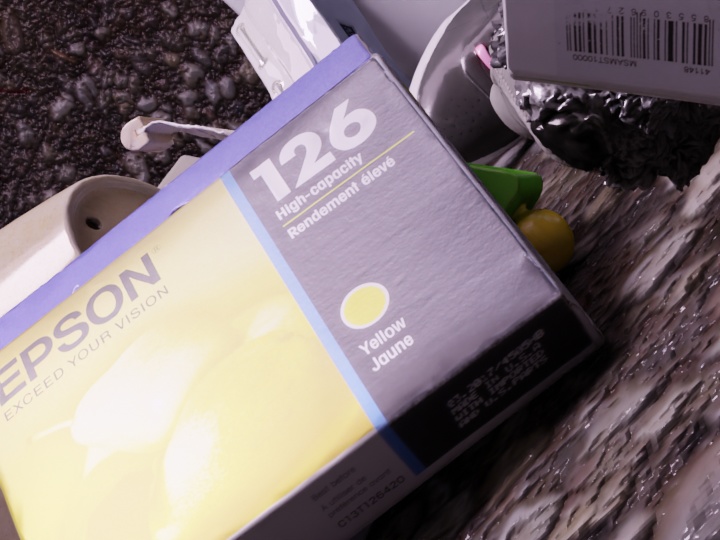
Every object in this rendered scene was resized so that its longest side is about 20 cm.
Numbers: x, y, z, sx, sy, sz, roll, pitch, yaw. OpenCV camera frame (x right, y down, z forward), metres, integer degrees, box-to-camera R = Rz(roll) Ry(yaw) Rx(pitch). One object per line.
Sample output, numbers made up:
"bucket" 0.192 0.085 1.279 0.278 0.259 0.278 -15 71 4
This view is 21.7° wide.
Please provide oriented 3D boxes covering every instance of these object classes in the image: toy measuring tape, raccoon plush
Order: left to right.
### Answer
"toy measuring tape" -0.010 -0.016 0.744 0.199 0.074 0.074 10 44 25
"raccoon plush" 0.097 -0.115 0.560 0.096 0.201 0.134 -22 -9 -34

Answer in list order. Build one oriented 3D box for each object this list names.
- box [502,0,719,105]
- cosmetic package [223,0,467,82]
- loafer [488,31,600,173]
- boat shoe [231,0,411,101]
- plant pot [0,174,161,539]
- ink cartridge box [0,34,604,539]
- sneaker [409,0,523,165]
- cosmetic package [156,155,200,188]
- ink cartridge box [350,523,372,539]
"box" 0.132 -0.103 0.470 0.200 0.143 0.037 -59 -29 -45
"cosmetic package" 0.037 -0.186 1.148 0.166 0.167 0.200 -46 8 14
"loafer" 0.090 -0.083 0.809 0.200 0.070 0.070 -82 10 -64
"boat shoe" -0.020 -0.076 0.999 0.074 0.202 0.086 12 -52 -49
"plant pot" -0.138 0.060 0.833 0.200 0.187 0.188 -50 7 28
"ink cartridge box" -0.045 0.016 0.661 0.197 0.047 0.200 -38 47 3
"sneaker" 0.099 -0.132 0.928 0.200 0.071 0.099 -47 3 -15
"cosmetic package" -0.094 0.031 1.023 0.200 0.087 0.104 -64 -18 -55
"ink cartridge box" -0.040 0.088 0.758 0.162 0.057 0.200 -43 15 37
